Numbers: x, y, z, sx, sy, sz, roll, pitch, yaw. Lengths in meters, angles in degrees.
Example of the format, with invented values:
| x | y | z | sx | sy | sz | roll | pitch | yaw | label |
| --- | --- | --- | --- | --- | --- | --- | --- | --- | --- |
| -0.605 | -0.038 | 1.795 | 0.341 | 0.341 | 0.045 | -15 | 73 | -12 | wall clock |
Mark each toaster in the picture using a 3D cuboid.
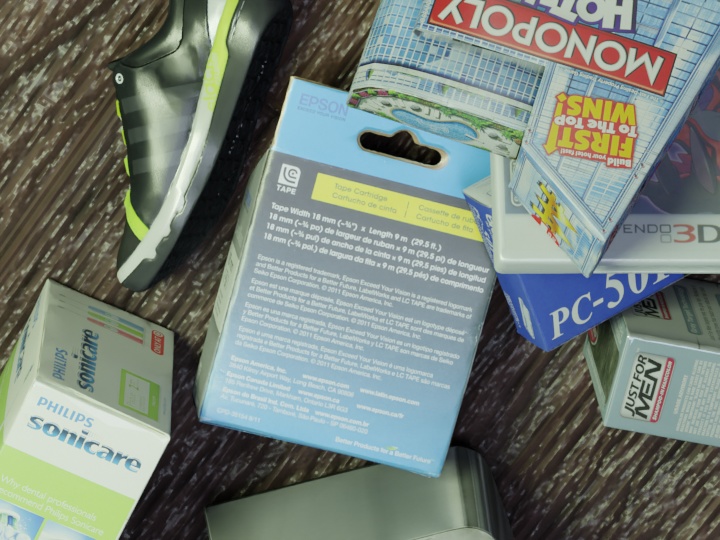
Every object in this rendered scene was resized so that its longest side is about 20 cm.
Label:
| x | y | z | sx | sy | sz | roll | pitch | yaw | label |
| --- | --- | --- | --- | --- | --- | --- | --- | --- | --- |
| 0.019 | 0.212 | 1.683 | 0.199 | 0.119 | 0.182 | -14 | 113 | 2 | toaster |

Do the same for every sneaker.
| x | y | z | sx | sy | sz | roll | pitch | yaw | label |
| --- | --- | --- | --- | --- | --- | --- | --- | --- | --- |
| -0.104 | -0.088 | 1.596 | 0.083 | 0.072 | 0.201 | 27 | 109 | 12 | sneaker |

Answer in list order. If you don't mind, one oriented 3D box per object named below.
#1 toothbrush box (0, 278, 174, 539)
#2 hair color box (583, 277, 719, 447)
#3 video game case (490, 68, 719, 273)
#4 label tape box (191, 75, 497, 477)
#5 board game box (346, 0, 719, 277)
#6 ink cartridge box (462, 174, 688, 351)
| x | y | z | sx | sy | sz | roll | pitch | yaw | label |
| --- | --- | --- | --- | --- | --- | --- | --- | --- | --- |
| -0.183 | 0.129 | 1.623 | 0.086 | 0.146 | 0.201 | 23 | 108 | -11 | toothbrush box |
| 0.234 | 0.059 | 1.643 | 0.199 | 0.099 | 0.061 | 11 | 112 | -7 | hair color box |
| 0.159 | -0.095 | 1.553 | 0.181 | 0.023 | 0.201 | 0 | 70 | -3 | video game case |
| 0.000 | 0.000 | 1.622 | 0.143 | 0.063 | 0.201 | 14 | 100 | -9 | label tape box |
| 0.102 | -0.110 | 1.511 | 0.199 | 0.062 | 0.201 | 17 | 70 | 3 | board game box |
| 0.163 | -0.045 | 1.594 | 0.199 | 0.044 | 0.094 | -28 | 113 | -12 | ink cartridge box |
